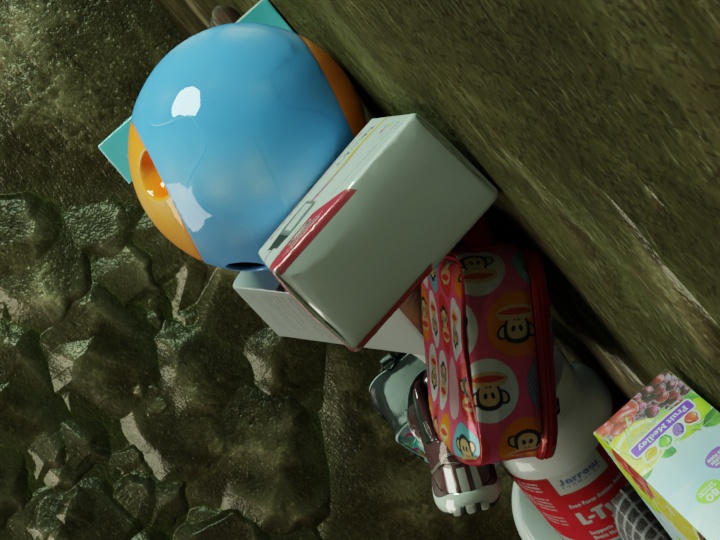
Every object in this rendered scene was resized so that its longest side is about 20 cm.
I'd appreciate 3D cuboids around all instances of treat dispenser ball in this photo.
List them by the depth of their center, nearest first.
[{"bbox_3d":[-0.092,-0.101,1.292,0.201,0.201,0.201,49,178,2],"label":"treat dispenser ball"}]

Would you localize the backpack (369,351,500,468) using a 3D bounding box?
[{"bbox_3d":[0.124,0.156,1.843,0.151,0.177,0.200,53,-176,26],"label":"backpack"}]

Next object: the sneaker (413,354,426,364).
[{"bbox_3d":[0.095,0.053,1.457,0.199,0.080,0.130,35,161,-36],"label":"sneaker"}]

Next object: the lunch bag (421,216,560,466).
[{"bbox_3d":[0.089,0.044,1.167,0.200,0.081,0.179,-144,48,-82],"label":"lunch bag"}]

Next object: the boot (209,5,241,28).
[{"bbox_3d":[-0.092,-0.185,1.738,0.200,0.064,0.187,44,162,37],"label":"boot"}]

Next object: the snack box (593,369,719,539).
[{"bbox_3d":[0.243,0.171,0.917,0.169,0.068,0.200,51,179,-32],"label":"snack box"}]

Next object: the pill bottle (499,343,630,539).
[{"bbox_3d":[0.179,0.151,1.336,0.200,0.112,0.112,50,178,-35],"label":"pill bottle"}]

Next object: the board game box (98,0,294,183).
[{"bbox_3d":[-0.153,-0.166,1.465,0.047,0.200,0.151,49,178,-8],"label":"board game box"}]

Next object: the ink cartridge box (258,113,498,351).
[{"bbox_3d":[0.006,-0.032,1.125,0.085,0.148,0.200,41,178,-10],"label":"ink cartridge box"}]

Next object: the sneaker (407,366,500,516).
[{"bbox_3d":[0.075,0.110,1.361,0.201,0.075,0.117,-109,3,-61],"label":"sneaker"}]

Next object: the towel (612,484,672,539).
[{"bbox_3d":[0.297,0.263,1.261,0.200,0.085,0.166,50,179,-37],"label":"towel"}]

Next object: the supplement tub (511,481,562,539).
[{"bbox_3d":[0.223,0.236,1.585,0.141,0.140,0.200,48,178,15],"label":"supplement tub"}]

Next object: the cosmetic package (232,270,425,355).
[{"bbox_3d":[0.000,0.000,1.345,0.198,0.114,0.081,2,145,44],"label":"cosmetic package"}]
